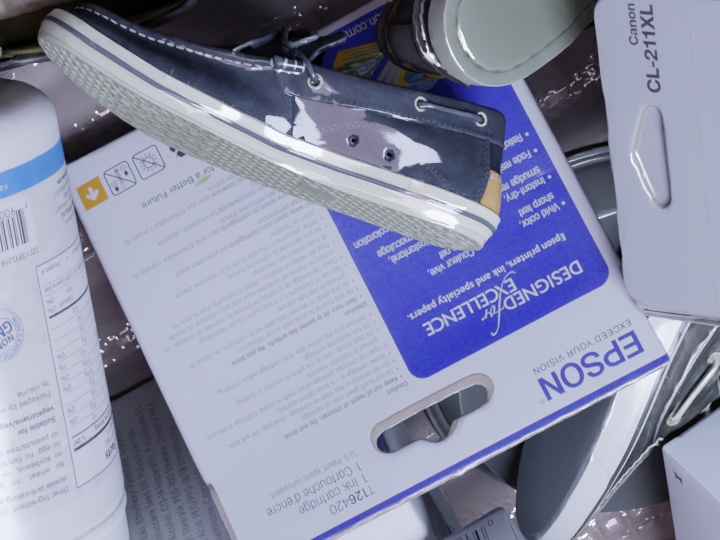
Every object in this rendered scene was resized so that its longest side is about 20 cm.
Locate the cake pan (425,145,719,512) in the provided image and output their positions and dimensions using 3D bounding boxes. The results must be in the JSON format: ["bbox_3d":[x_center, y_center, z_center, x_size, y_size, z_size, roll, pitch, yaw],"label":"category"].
[{"bbox_3d":[0.126,0.035,1.234,0.199,0.037,0.201,-6,122,-10],"label":"cake pan"}]

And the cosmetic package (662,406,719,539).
[{"bbox_3d":[0.224,0.114,1.245,0.151,0.052,0.200,-32,141,-13],"label":"cosmetic package"}]

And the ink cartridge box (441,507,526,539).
[{"bbox_3d":[0.025,0.221,1.125,0.196,0.043,0.200,-31,123,5],"label":"ink cartridge box"}]

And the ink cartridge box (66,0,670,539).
[{"bbox_3d":[0.000,0.000,1.102,0.197,0.201,0.047,-27,167,3],"label":"ink cartridge box"}]

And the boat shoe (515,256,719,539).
[{"bbox_3d":[0.135,0.045,1.178,0.063,0.071,0.200,18,113,-22],"label":"boat shoe"}]

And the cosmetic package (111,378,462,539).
[{"bbox_3d":[-0.053,0.152,1.185,0.199,0.165,0.165,-27,123,3],"label":"cosmetic package"}]

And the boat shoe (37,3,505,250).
[{"bbox_3d":[-0.032,-0.069,1.043,0.199,0.075,0.062,20,82,-10],"label":"boat shoe"}]

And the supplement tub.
[{"bbox_3d":[-0.173,0.031,1.075,0.131,0.132,0.201,-10,107,-8],"label":"supplement tub"}]

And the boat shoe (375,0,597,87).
[{"bbox_3d":[0.093,-0.136,1.086,0.201,0.060,0.072,-30,109,-30],"label":"boat shoe"}]

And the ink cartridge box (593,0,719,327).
[{"bbox_3d":[0.188,-0.081,1.074,0.200,0.083,0.146,-36,125,-45],"label":"ink cartridge box"}]

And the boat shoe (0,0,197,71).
[{"bbox_3d":[-0.160,-0.114,1.055,0.199,0.065,0.073,-15,124,-4],"label":"boat shoe"}]
